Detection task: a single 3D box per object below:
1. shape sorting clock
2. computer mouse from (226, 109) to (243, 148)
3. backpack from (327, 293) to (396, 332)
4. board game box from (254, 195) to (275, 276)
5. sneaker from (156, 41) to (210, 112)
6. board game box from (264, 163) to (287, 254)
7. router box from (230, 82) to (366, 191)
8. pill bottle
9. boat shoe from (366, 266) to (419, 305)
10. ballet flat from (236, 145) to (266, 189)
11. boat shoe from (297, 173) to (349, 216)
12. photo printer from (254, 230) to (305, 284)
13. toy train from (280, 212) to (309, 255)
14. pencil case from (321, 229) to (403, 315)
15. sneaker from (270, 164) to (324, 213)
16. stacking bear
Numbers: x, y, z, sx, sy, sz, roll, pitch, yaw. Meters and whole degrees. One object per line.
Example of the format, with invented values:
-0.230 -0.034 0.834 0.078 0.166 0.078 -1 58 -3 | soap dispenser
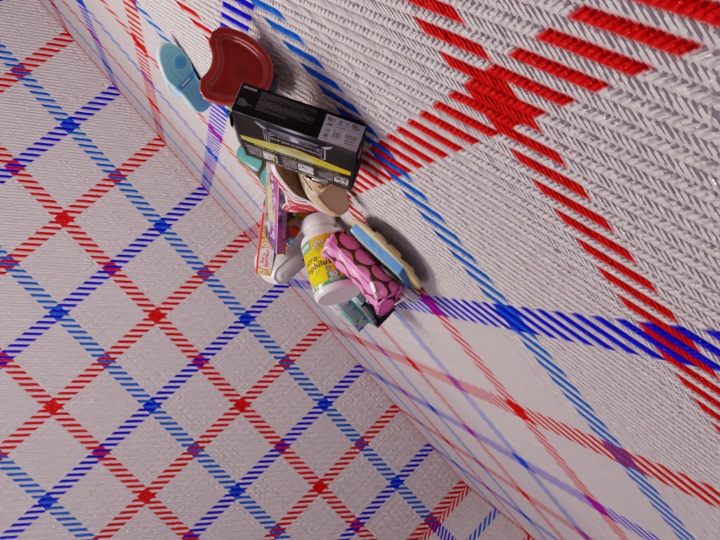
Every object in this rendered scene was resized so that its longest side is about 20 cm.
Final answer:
0.053 -0.035 1.175 0.200 0.039 0.200 44 180 0 | shape sorting clock
-0.270 -0.312 1.341 0.200 0.046 0.141 53 173 16 | computer mouse
-0.023 0.046 1.472 0.177 0.150 0.201 33 157 53 | backpack
-0.239 -0.109 1.526 0.152 0.046 0.201 -93 12 -63 | board game box
-0.466 -0.493 1.432 0.130 0.080 0.200 37 164 34 | sneaker
-0.199 -0.153 1.351 0.120 0.032 0.201 46 137 51 | board game box
-0.095 -0.208 0.917 0.199 0.053 0.157 19 166 0 | router box
-0.075 -0.031 1.332 0.113 0.112 0.201 81 173 -69 | pill bottle
0.049 0.044 1.296 0.075 0.086 0.202 34 -179 -42 | boat shoe
-0.239 -0.257 1.472 0.200 0.068 0.064 43 -165 22 | ballet flat
-0.080 -0.182 1.091 0.200 0.074 0.069 54 172 -25 | boat shoe
-0.217 -0.049 1.686 0.166 0.200 0.070 32 161 53 | photo printer
-0.187 -0.117 1.484 0.056 0.151 0.200 35 176 -16 | toy train
0.000 0.000 1.211 0.200 0.091 0.094 44 -155 19 | pencil case
-0.141 -0.173 1.179 0.112 0.072 0.200 5 161 37 | sneaker
-0.202 -0.319 1.004 0.113 0.122 0.200 12 179 -7 | stacking bear
